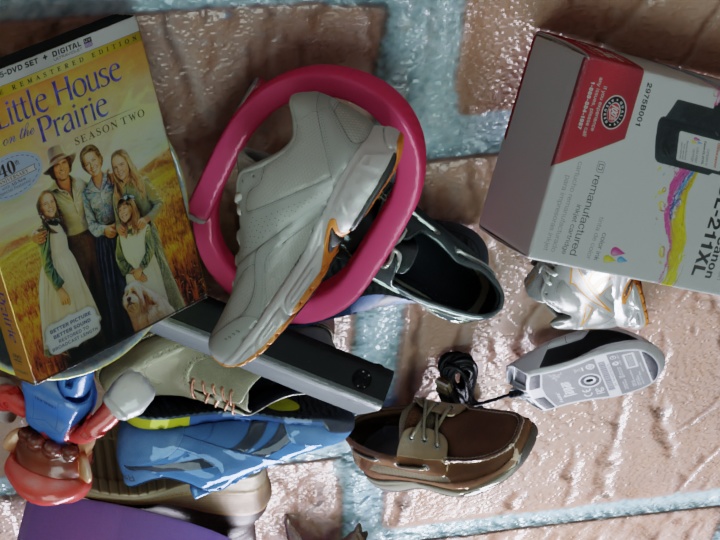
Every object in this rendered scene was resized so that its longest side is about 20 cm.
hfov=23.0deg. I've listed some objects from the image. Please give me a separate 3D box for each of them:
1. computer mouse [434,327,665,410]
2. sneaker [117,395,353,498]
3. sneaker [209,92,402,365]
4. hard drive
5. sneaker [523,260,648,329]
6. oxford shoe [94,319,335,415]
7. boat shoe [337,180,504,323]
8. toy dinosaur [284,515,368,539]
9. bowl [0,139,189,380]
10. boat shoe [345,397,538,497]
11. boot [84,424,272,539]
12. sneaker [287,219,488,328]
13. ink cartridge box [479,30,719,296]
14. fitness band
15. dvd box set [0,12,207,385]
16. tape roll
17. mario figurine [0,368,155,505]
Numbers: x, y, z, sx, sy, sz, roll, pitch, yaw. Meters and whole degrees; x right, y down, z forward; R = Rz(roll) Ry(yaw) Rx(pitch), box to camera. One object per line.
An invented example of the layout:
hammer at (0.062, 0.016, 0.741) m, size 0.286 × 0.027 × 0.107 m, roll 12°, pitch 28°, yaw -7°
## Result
computer mouse at (0.164, 0.087, 1.528) m, size 0.198 × 0.044 × 0.110 m, roll -14°, pitch 138°, yaw 12°
sneaker at (-0.104, 0.145, 1.476) m, size 0.198 × 0.066 × 0.079 m, roll -1°, pitch 106°, yaw -16°
sneaker at (-0.056, -0.031, 1.183) m, size 0.092 × 0.076 × 0.201 m, roll 34°, pitch 105°, yaw 1°
hard drive at (-0.080, 0.055, 1.320) m, size 0.198 × 0.033 × 0.140 m, roll 22°, pitch 172°, yaw -4°
sneaker at (0.168, -0.009, 1.382) m, size 0.091 × 0.076 × 0.201 m, roll -13°, pitch 142°, yaw 9°
oxford shoe at (-0.115, 0.079, 1.415) m, size 0.198 × 0.074 × 0.071 m, roll -12°, pitch 145°, yaw 2°
boat shoe at (0.027, -0.022, 1.296) m, size 0.199 × 0.062 × 0.073 m, roll 35°, pitch 84°, yaw -28°
toy dinosaur at (-0.034, 0.319, 1.743) m, size 0.135 × 0.087 × 0.200 m, roll -26°, pitch 135°, yaw 29°
bowl at (-0.226, -0.035, 1.195) m, size 0.199 × 0.202 × 0.107 m, roll 28°, pitch 171°, yaw -40°
boat shoe at (0.062, 0.147, 1.512) m, size 0.199 × 0.076 × 0.072 m, roll -14°, pitch 132°, yaw 42°
boot at (-0.180, 0.207, 1.566) m, size 0.198 × 0.073 × 0.167 m, roll 4°, pitch 147°, yaw -7°
sneaker at (0.000, 0.000, 1.369) m, size 0.198 × 0.067 × 0.078 m, roll -12°, pitch -176°, yaw -19°
ink cartridge box at (0.203, -0.071, 1.250) m, size 0.198 × 0.083 × 0.147 m, roll 10°, pitch 103°, yaw -26°
fitness band at (-0.038, -0.053, 1.231) m, size 0.143 × 0.038 × 0.201 m, roll 29°, pitch 119°, yaw -4°
dvd box set at (-0.183, -0.047, 1.139) m, size 0.146 × 0.029 × 0.202 m, roll -27°, pitch 116°, yaw -34°
tape roll at (-0.205, 0.257, 1.558) m, size 0.198 × 0.066 × 0.200 m, roll 11°, pitch 162°, yaw 3°
mario figurine at (-0.233, 0.096, 1.398) m, size 0.105 × 0.124 × 0.201 m, roll -13°, pitch 134°, yaw -29°
